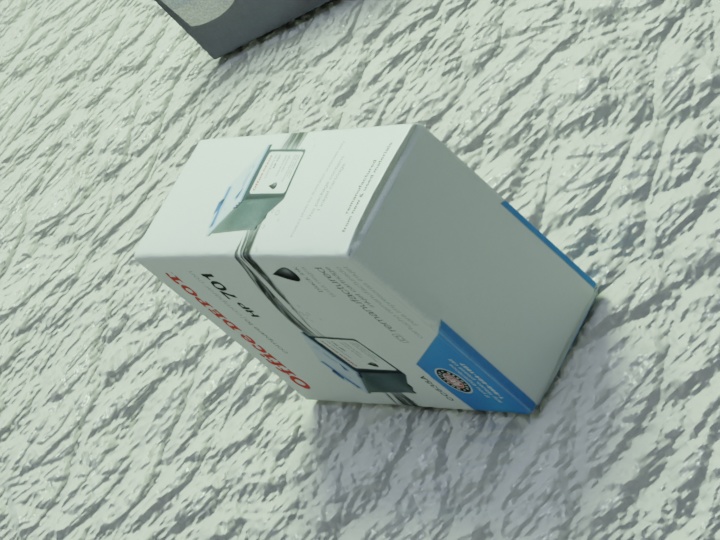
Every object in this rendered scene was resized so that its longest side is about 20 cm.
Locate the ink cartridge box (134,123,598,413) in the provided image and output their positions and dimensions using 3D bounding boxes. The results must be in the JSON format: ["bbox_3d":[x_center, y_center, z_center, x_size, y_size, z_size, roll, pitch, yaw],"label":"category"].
[{"bbox_3d":[0.000,0.000,1.303,0.200,0.146,0.086,-2,54,53],"label":"ink cartridge box"}]

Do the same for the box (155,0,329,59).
[{"bbox_3d":[-0.062,-0.254,1.714,0.200,0.132,0.115,-23,36,39],"label":"box"}]
